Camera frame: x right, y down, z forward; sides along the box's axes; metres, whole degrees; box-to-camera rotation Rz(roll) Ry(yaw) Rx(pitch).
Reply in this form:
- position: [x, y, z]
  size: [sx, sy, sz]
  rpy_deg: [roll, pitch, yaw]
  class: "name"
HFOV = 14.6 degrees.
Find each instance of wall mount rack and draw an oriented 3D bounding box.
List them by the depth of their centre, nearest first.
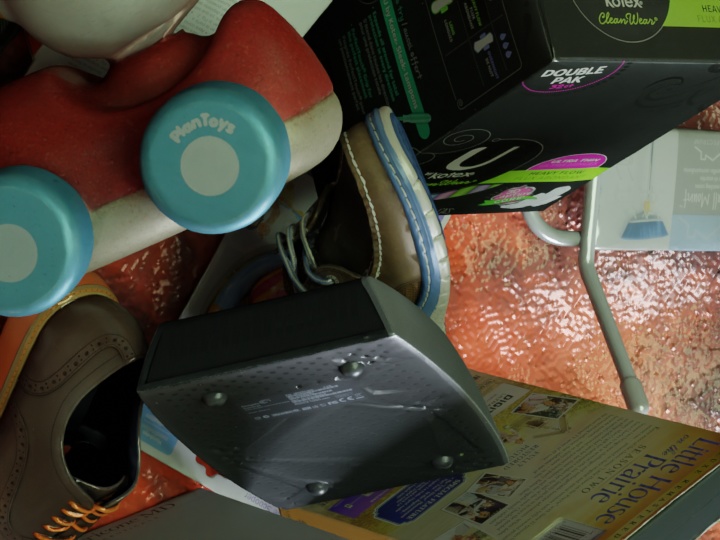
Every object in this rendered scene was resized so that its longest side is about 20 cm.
- position: [0.182, -0.013, 1.522]
  size: [0.199, 0.074, 0.175]
  rpy_deg: [1, 96, -33]
  class: "wall mount rack"

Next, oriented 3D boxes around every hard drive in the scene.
- position: [-0.014, 0.059, 1.308]
  size: [0.200, 0.134, 0.043]
  rpy_deg: [48, 32, -63]
  class: "hard drive"

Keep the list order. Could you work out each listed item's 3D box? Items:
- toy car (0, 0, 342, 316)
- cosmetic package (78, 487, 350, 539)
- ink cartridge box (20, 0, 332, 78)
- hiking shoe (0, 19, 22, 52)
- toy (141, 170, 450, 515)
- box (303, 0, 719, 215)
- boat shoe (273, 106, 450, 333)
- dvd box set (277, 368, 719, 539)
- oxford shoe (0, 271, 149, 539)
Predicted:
- position: [-0.119, -0.108, 1.220]
  size: [0.176, 0.184, 0.201]
  rpy_deg: [-22, 98, 11]
  class: "toy car"
- position: [-0.060, 0.166, 1.319]
  size: [0.101, 0.200, 0.072]
  rpy_deg: [-21, 107, -30]
  class: "cosmetic package"
- position: [-0.097, -0.115, 1.332]
  size: [0.109, 0.050, 0.200]
  rpy_deg: [27, 115, -33]
  class: "ink cartridge box"
- position: [-0.207, -0.094, 1.249]
  size: [0.200, 0.101, 0.076]
  rpy_deg: [-39, 115, -23]
  class: "hiking shoe"
- position: [-0.025, 0.022, 1.415]
  size: [0.115, 0.047, 0.201]
  rpy_deg: [33, 77, -31]
  class: "toy"
- position: [0.076, -0.116, 1.352]
  size: [0.148, 0.200, 0.125]
  rpy_deg: [-4, 72, -36]
  class: "box"
- position: [0.000, 0.000, 1.309]
  size: [0.072, 0.072, 0.200]
  rpy_deg: [-17, 147, -6]
  class: "boat shoe"
- position: [0.077, 0.110, 1.392]
  size: [0.146, 0.200, 0.030]
  rpy_deg: [-34, 121, -34]
  class: "dvd box set"
- position: [-0.147, 0.101, 1.300]
  size: [0.071, 0.073, 0.201]
  rpy_deg: [-7, 126, -40]
  class: "oxford shoe"
